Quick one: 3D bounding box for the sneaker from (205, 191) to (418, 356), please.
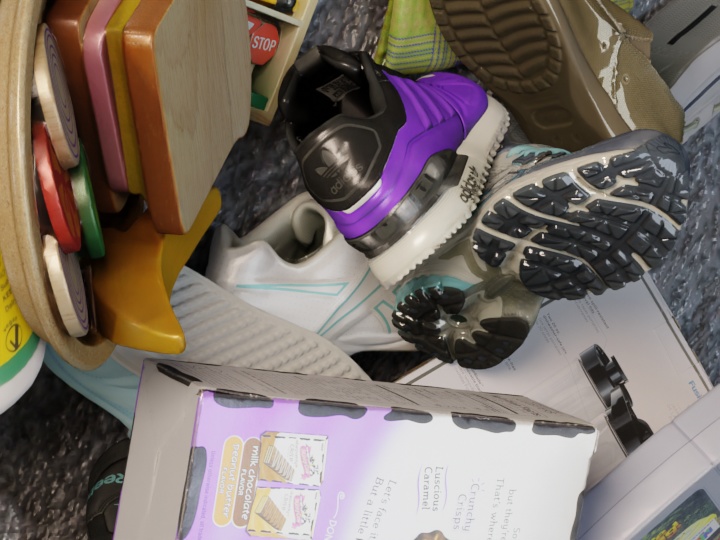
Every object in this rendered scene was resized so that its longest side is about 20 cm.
[{"bbox_3d":[0.000,0.000,1.453,0.200,0.070,0.080,-18,118,-44],"label":"sneaker"}]

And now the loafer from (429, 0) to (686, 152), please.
[{"bbox_3d":[0.099,-0.112,1.465,0.067,0.076,0.200,-55,128,-35],"label":"loafer"}]

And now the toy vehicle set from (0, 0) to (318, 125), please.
[{"bbox_3d":[-0.087,-0.146,1.307,0.200,0.026,0.124,16,96,-52],"label":"toy vehicle set"}]

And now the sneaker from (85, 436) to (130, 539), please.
[{"bbox_3d":[-0.049,0.160,1.387,0.075,0.200,0.079,-53,-171,22],"label":"sneaker"}]

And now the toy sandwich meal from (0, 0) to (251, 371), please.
[{"bbox_3d":[-0.093,-0.056,1.208,0.205,0.070,0.205,-1,90,-80],"label":"toy sandwich meal"}]

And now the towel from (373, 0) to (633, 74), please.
[{"bbox_3d":[0.081,-0.178,1.501,0.200,0.023,0.144,-20,123,-43],"label":"towel"}]

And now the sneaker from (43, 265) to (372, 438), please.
[{"bbox_3d":[-0.062,0.062,1.369,0.200,0.082,0.074,38,48,-24],"label":"sneaker"}]

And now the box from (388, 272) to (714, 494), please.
[{"bbox_3d":[0.078,0.085,1.474,0.200,0.060,0.117,-30,88,-26],"label":"box"}]

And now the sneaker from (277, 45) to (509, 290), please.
[{"bbox_3d":[0.010,-0.072,1.393,0.070,0.100,0.200,-42,-169,17],"label":"sneaker"}]

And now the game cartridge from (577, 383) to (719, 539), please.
[{"bbox_3d":[0.132,0.140,1.452,0.200,0.041,0.133,-44,150,1],"label":"game cartridge"}]

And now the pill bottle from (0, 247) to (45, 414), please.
[{"bbox_3d":[-0.194,-0.038,1.161,0.113,0.113,0.200,-36,133,-35],"label":"pill bottle"}]

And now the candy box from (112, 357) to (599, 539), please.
[{"bbox_3d":[-0.007,0.135,1.310,0.200,0.072,0.168,7,97,-28],"label":"candy box"}]

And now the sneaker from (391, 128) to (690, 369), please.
[{"bbox_3d":[0.082,-0.031,1.374,0.078,0.200,0.086,29,55,-21],"label":"sneaker"}]

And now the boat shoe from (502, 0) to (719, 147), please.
[{"bbox_3d":[0.152,-0.082,1.591,0.200,0.074,0.067,-32,130,-38],"label":"boat shoe"}]
